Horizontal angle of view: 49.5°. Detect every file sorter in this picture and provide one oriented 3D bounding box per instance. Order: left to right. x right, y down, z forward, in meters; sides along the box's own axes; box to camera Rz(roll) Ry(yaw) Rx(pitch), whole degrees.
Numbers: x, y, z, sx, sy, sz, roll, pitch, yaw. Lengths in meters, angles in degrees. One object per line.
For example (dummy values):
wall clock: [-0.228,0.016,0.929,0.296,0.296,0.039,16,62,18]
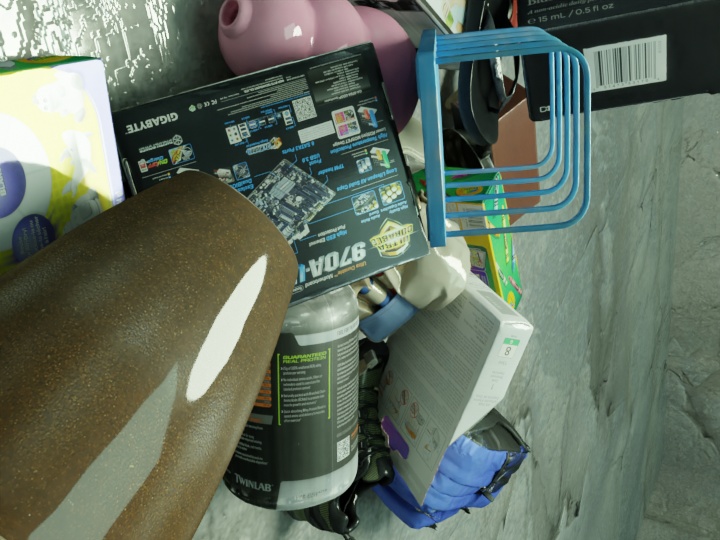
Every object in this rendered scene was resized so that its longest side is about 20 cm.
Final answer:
file sorter: [0.111,-0.121,0.641,0.201,0.120,0.142,-76,162,-68]

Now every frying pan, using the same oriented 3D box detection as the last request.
frying pan: [0.131,-0.144,0.926,0.031,0.116,0.191,-29,151,-10]

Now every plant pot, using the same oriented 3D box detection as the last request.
plant pot: [-0.127,0.048,0.434,0.201,0.185,0.188,-53,141,-21]

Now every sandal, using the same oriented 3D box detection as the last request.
sandal: [0.130,-0.222,0.761,0.076,0.042,0.204,-26,122,-54]

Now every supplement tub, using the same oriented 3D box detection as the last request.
supplement tub: [-0.061,0.083,0.657,0.122,0.121,0.204,-20,116,-56]

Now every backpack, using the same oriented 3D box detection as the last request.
backpack: [0.086,0.209,0.902,0.169,0.162,0.199,-56,151,2]

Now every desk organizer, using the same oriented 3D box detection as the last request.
desk organizer: [0.179,-0.148,1.010,0.077,0.072,0.201,-37,143,-13]

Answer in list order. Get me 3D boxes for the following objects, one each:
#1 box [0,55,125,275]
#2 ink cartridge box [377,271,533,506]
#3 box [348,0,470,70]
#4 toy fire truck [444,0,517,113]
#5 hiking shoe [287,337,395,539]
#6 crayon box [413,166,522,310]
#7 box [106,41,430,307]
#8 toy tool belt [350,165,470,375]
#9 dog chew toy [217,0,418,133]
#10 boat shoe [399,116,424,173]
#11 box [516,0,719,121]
box: [-0.220,-0.046,0.425,0.199,0.048,0.120,-32,124,-51]
ink cartridge box: [0.077,0.103,0.783,0.049,0.161,0.203,9,111,-28]
box: [0.036,-0.259,0.744,0.199,0.115,0.061,21,82,-61]
toy fire truck: [0.141,-0.303,0.930,0.175,0.127,0.205,-1,88,-59]
hiking shoe: [0.002,0.171,0.792,0.075,0.099,0.204,26,84,-60]
crayon box: [0.120,-0.028,0.943,0.059,0.117,0.202,-56,142,-35]
box: [-0.061,-0.057,0.555,0.197,0.046,0.162,-21,100,-19]
toy tool belt: [0.000,0.000,0.745,0.199,0.126,0.123,-40,121,12]
dog chew toy: [-0.036,-0.172,0.645,0.198,0.123,0.127,12,87,-51]
boat shoe: [0.023,-0.125,0.826,0.068,0.057,0.199,60,30,4]
box: [0.259,-0.275,0.792,0.118,0.193,0.203,63,27,-50]
